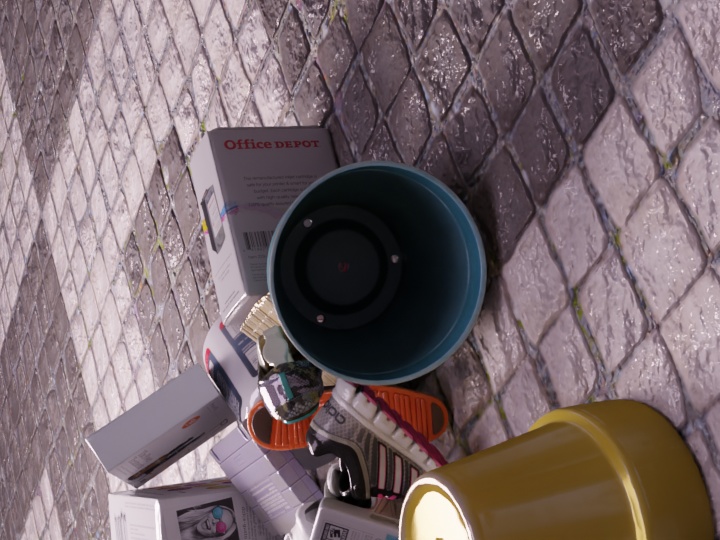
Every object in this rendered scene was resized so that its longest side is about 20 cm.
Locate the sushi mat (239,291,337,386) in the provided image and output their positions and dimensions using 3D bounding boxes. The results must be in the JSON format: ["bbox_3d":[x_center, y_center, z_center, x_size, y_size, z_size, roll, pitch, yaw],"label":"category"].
[{"bbox_3d":[-0.035,0.102,1.624,0.200,0.012,0.096,39,147,0],"label":"sushi mat"}]

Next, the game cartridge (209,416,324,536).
[{"bbox_3d":[-0.098,0.222,1.694,0.130,0.038,0.200,49,159,1],"label":"game cartridge"}]

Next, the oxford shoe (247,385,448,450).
[{"bbox_3d":[-0.009,0.137,1.568,0.073,0.199,0.072,-46,-45,-73],"label":"oxford shoe"}]

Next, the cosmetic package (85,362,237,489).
[{"bbox_3d":[-0.224,0.182,1.821,0.052,0.151,0.200,53,174,11],"label":"cosmetic package"}]

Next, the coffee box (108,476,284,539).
[{"bbox_3d":[-0.171,0.353,1.871,0.199,0.197,0.201,-10,85,64],"label":"coffee box"}]

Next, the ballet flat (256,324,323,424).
[{"bbox_3d":[-0.070,0.088,1.518,0.200,0.072,0.072,-117,27,-79],"label":"ballet flat"}]

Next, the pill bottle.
[{"bbox_3d":[-0.089,0.130,1.760,0.200,0.119,0.120,49,136,51],"label":"pill bottle"}]

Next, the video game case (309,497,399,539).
[{"bbox_3d":[0.026,0.323,1.489,0.024,0.181,0.201,-72,-2,-64],"label":"video game case"}]

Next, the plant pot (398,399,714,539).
[{"bbox_3d":[0.140,0.209,1.226,0.201,0.188,0.202,176,90,-65],"label":"plant pot"}]

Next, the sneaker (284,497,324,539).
[{"bbox_3d":[-0.052,0.297,1.584,0.200,0.087,0.075,86,173,-52],"label":"sneaker"}]

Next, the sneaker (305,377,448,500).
[{"bbox_3d":[0.024,0.187,1.471,0.087,0.200,0.074,-44,22,5],"label":"sneaker"}]

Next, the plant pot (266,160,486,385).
[{"bbox_3d":[0.000,0.000,1.499,0.188,0.199,0.201,-171,78,-79],"label":"plant pot"}]

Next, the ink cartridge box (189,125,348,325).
[{"bbox_3d":[-0.090,-0.049,1.705,0.086,0.147,0.201,129,132,-54],"label":"ink cartridge box"}]

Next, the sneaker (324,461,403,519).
[{"bbox_3d":[0.005,0.210,1.557,0.100,0.078,0.200,56,-169,-27],"label":"sneaker"}]
